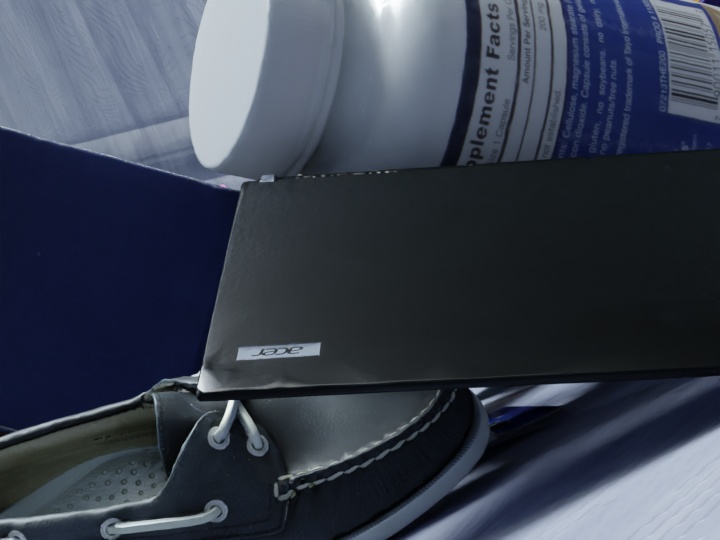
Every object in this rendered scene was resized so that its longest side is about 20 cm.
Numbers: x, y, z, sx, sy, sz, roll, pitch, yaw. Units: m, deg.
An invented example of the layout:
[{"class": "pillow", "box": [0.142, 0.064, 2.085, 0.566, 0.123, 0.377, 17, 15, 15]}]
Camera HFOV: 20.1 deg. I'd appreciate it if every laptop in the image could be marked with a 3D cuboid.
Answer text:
[{"class": "laptop", "box": [0.051, 0.020, 0.658, 0.175, 0.104, 0.200, -3, -22, 6]}]

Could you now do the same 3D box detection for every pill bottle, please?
[{"class": "pill bottle", "box": [0.043, -0.061, 0.747, 0.198, 0.112, 0.111, 9, -15, -22]}]

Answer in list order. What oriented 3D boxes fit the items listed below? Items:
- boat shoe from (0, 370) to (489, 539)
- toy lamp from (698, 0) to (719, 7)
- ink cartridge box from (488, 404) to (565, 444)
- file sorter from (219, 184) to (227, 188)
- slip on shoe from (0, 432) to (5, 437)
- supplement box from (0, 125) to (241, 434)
[{"class": "boat shoe", "box": [-0.057, 0.066, 0.654, 0.199, 0.061, 0.076, -23, 30, -2]}, {"class": "toy lamp", "box": [0.105, -0.067, 0.902, 0.058, 0.059, 0.200, -27, 2, -31]}, {"class": "ink cartridge box", "box": [-0.027, 0.082, 0.748, 0.199, 0.039, 0.099, -27, 0, -11]}, {"class": "file sorter", "box": [-0.016, -0.007, 1.330, 0.199, 0.126, 0.139, -27, -28, -8]}, {"class": "slip on shoe", "box": [-0.183, 0.049, 0.960, 0.075, 0.201, 0.061, 15, 46, 16]}, {"class": "supplement box", "box": [-0.100, 0.021, 0.831, 0.109, 0.110, 0.200, 15, -7, 6]}]
